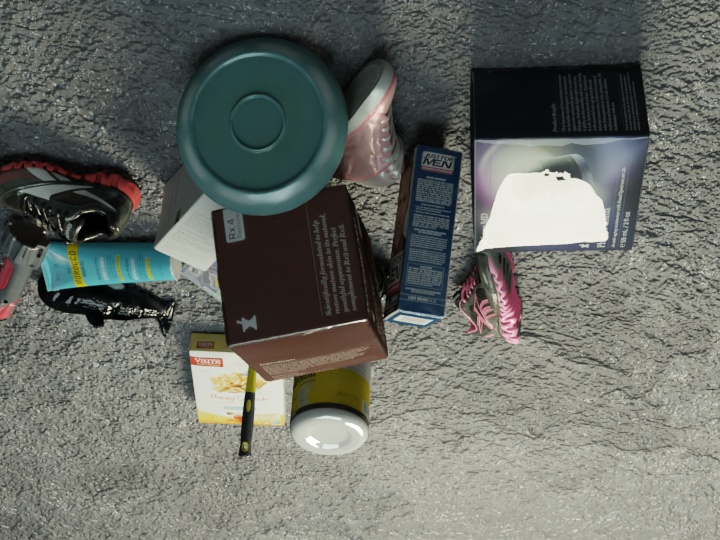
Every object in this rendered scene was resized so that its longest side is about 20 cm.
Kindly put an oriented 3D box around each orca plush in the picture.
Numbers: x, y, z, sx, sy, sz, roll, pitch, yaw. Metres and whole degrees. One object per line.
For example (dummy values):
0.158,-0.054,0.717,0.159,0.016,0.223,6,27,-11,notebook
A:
-0.367,0.063,1.718,0.198,0.072,0.105,24,137,-25,orca plush

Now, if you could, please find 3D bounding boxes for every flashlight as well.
-0.492,0.004,1.664,0.067,0.068,0.201,-4,145,-34,flashlight

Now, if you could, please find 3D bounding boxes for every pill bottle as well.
-0.040,0.150,1.705,0.110,0.202,0.113,1,142,1,pill bottle

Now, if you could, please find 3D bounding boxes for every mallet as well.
-0.170,0.169,1.759,0.065,0.203,0.041,11,174,2,mallet

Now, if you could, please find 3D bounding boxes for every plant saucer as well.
-0.113,-0.163,1.338,0.197,0.203,0.027,-3,177,7,plant saucer

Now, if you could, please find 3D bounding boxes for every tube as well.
-0.346,-0.010,1.649,0.197,0.050,0.078,-2,112,10,tube

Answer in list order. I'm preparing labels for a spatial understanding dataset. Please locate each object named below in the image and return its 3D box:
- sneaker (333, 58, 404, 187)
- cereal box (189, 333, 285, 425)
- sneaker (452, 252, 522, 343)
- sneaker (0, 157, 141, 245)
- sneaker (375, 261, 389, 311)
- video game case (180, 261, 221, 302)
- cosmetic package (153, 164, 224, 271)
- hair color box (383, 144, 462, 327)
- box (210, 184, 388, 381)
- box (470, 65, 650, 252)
0.022,-0.166,1.409,0.104,0.076,0.200,21,146,-15,sneaker
-0.189,0.172,1.870,0.142,0.040,0.201,2,141,0,cereal box
0.169,0.033,1.661,0.094,0.080,0.201,3,142,18,sneaker
-0.382,-0.084,1.517,0.198,0.099,0.071,8,143,-5,sneaker
0.000,0.000,1.622,0.113,0.077,0.201,-6,139,-1,sneaker
-0.130,0.021,1.623,0.199,0.023,0.182,38,144,-13,video game case
-0.169,-0.102,1.472,0.080,0.114,0.200,23,135,-25,cosmetic package
0.074,-0.039,1.449,0.060,0.203,0.100,9,169,-8,hair color box
-0.067,0.021,1.420,0.162,0.168,0.200,-10,163,5,box
0.228,-0.126,1.413,0.196,0.124,0.201,0,141,6,box
